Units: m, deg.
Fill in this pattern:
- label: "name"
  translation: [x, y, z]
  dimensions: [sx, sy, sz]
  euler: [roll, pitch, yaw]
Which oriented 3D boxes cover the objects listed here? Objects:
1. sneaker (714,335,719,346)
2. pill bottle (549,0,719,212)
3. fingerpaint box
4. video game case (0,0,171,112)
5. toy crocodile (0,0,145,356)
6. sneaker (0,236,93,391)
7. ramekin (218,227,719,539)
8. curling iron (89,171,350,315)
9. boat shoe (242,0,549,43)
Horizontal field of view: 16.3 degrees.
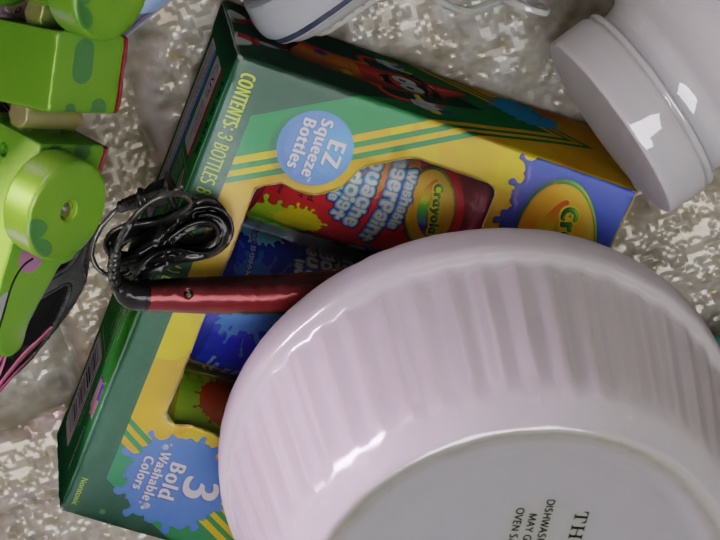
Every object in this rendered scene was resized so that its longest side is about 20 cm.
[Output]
- label: "sneaker"
  translation: [0.123, 0.125, 1.048]
  dimensions: [0.077, 0.091, 0.200]
  euler: [17, 109, -16]
- label: "pill bottle"
  translation: [0.173, -0.110, 0.930]
  dimensions: [0.200, 0.112, 0.113]
  euler: [-36, 113, -2]
- label: "fingerpaint box"
  translation: [-0.009, 0.019, 0.993]
  dimensions: [0.167, 0.073, 0.200]
  euler: [18, 109, -15]
- label: "video game case"
  translation: [-0.188, -0.131, 0.923]
  dimensions: [0.182, 0.023, 0.200]
  euler: [-38, 106, 9]
- label: "toy crocodile"
  translation: [-0.111, -0.068, 0.902]
  dimensions: [0.062, 0.067, 0.200]
  euler: [0, 107, -53]
- label: "sneaker"
  translation: [-0.163, 0.035, 0.965]
  dimensions: [0.079, 0.095, 0.200]
  euler: [32, 99, -17]
- label: "ramekin"
  translation: [0.050, 0.091, 0.927]
  dimensions: [0.202, 0.094, 0.203]
  euler: [-3, 124, -5]
- label: "curling iron"
  translation: [0.000, 0.000, 0.932]
  dimensions: [0.200, 0.026, 0.050]
  euler: [7, 113, -11]
- label: "boat shoe"
  translation: [0.056, -0.132, 0.944]
  dimensions: [0.202, 0.075, 0.086]
  euler: [-38, 113, -2]
